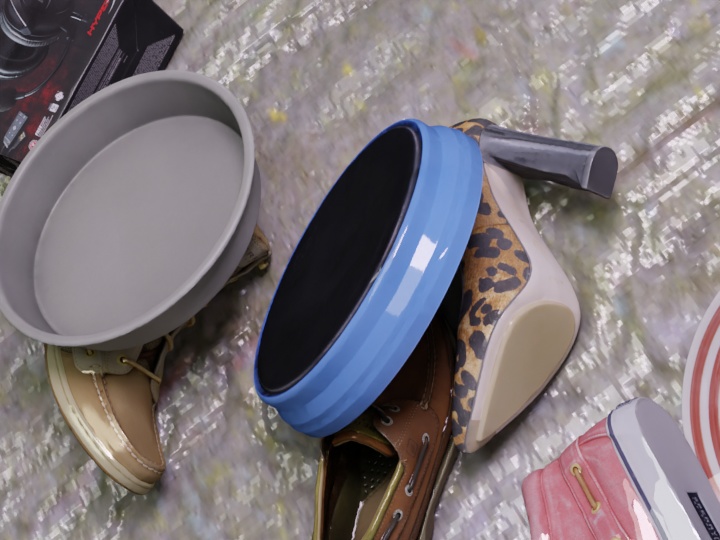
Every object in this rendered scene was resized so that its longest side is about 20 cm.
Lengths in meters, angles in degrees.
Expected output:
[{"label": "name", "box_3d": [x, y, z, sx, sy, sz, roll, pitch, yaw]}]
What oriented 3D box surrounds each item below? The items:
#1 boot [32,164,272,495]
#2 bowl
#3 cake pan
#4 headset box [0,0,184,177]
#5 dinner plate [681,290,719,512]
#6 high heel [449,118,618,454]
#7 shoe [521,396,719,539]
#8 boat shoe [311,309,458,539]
[{"label": "boot", "box_3d": [-0.124, 0.030, 1.180, 0.155, 0.073, 0.200, -32, 51, 11]}, {"label": "bowl", "box_3d": [0.000, 0.000, 1.076, 0.201, 0.039, 0.201, -52, 19, 27]}, {"label": "cake pan", "box_3d": [-0.145, -0.035, 1.160, 0.200, 0.037, 0.201, -16, 54, 23]}, {"label": "headset box", "box_3d": [-0.250, -0.149, 1.325, 0.200, 0.077, 0.149, 21, 79, 32]}, {"label": "dinner plate", "box_3d": [0.261, 0.075, 0.953, 0.200, 0.024, 0.201, 1, 92, 39]}, {"label": "high heel", "box_3d": [0.064, 0.006, 1.105, 0.142, 0.071, 0.200, 14, 78, 45]}, {"label": "shoe", "box_3d": [0.158, 0.173, 0.971, 0.091, 0.071, 0.200, -38, 60, 26]}, {"label": "boat shoe", "box_3d": [0.015, 0.102, 1.074, 0.072, 0.068, 0.200, -6, 64, 27]}]
